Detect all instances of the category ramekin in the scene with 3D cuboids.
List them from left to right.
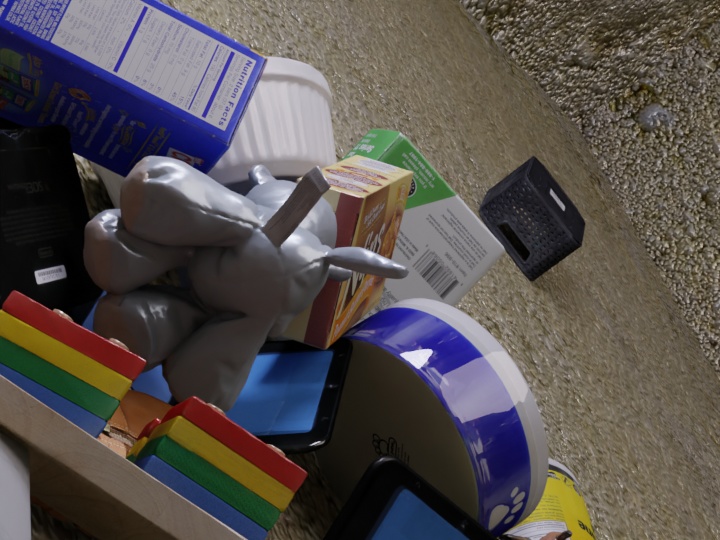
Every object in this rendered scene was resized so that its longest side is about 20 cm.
[{"bbox_3d":[-0.110,-0.080,1.385,0.202,0.202,0.095,22,47,-61],"label":"ramekin"}]

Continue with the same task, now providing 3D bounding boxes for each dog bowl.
[{"bbox_3d":[0.048,0.127,1.360,0.079,0.200,0.200,-27,77,-36],"label":"dog bowl"}]

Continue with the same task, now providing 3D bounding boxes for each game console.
[{"bbox_3d":[-0.263,-0.047,1.093,0.200,0.116,0.177,-25,101,-77],"label":"game console"},{"bbox_3d":[-0.110,0.052,1.226,0.176,0.116,0.200,50,15,-11],"label":"game console"},{"bbox_3d":[0.049,0.262,1.205,0.200,0.116,0.176,41,19,-35],"label":"game console"}]

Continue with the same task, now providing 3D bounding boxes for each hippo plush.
[{"bbox_3d":[-0.083,-0.023,1.145,0.159,0.200,0.161,48,19,-9],"label":"hippo plush"}]

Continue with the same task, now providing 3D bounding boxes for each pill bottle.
[{"bbox_3d":[0.161,0.266,1.549,0.112,0.112,0.200,45,18,-27],"label":"pill bottle"}]

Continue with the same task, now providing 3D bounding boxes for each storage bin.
[{"bbox_3d":[0.263,-0.081,2.626,0.135,0.094,0.200,51,16,-5],"label":"storage bin"}]

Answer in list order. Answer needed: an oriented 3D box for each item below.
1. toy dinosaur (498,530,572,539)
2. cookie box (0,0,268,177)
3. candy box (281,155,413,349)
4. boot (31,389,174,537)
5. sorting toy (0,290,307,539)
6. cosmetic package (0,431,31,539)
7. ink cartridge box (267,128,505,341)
[{"bbox_3d":[0.119,0.281,1.354,0.086,0.135,0.200,43,19,-33],"label":"toy dinosaur"},{"bbox_3d":[-0.182,-0.137,1.189,0.199,0.075,0.171,27,-18,-11],"label":"cookie box"},{"bbox_3d":[-0.014,-0.019,1.320,0.055,0.116,0.200,16,11,10],"label":"candy box"},{"bbox_3d":[-0.135,0.150,1.031,0.155,0.077,0.201,30,39,-37],"label":"boot"},{"bbox_3d":[-0.132,0.089,0.901,0.198,0.070,0.200,35,-17,-7],"label":"sorting toy"},{"bbox_3d":[-0.241,0.119,0.699,0.199,0.123,0.200,42,17,-34],"label":"cosmetic package"},{"bbox_3d":[0.000,0.000,1.485,0.147,0.200,0.083,48,-9,-20],"label":"ink cartridge box"}]
